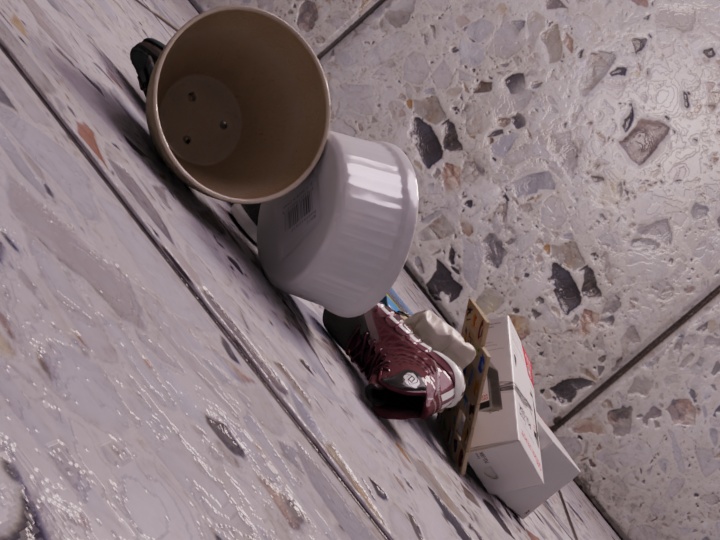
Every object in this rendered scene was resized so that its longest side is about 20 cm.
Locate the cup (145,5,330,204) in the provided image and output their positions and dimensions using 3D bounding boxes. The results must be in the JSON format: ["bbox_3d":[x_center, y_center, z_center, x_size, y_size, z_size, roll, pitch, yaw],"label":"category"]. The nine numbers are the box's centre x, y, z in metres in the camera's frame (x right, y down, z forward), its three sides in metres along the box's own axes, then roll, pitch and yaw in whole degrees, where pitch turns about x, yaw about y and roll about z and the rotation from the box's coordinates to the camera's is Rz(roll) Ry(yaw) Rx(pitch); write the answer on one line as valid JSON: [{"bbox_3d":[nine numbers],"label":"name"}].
[{"bbox_3d":[-0.150,-0.170,1.230,0.201,0.201,0.143,48,-21,-20],"label":"cup"}]

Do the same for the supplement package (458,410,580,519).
[{"bbox_3d":[0.221,0.252,1.744,0.121,0.119,0.201,46,7,-46],"label":"supplement package"}]

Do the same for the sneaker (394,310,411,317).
[{"bbox_3d":[0.037,0.077,1.571,0.200,0.082,0.078,46,7,-33],"label":"sneaker"}]

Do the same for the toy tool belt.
[{"bbox_3d":[0.068,0.126,1.460,0.124,0.123,0.200,39,-8,7],"label":"toy tool belt"}]

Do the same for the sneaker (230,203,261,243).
[{"bbox_3d":[-0.069,-0.059,1.425,0.073,0.111,0.200,53,6,30],"label":"sneaker"}]

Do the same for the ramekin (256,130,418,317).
[{"bbox_3d":[-0.033,-0.058,1.267,0.097,0.202,0.201,16,25,-33],"label":"ramekin"}]

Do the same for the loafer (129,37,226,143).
[{"bbox_3d":[-0.222,-0.196,1.353,0.201,0.062,0.072,50,-32,18],"label":"loafer"}]

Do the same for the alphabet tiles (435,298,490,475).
[{"bbox_3d":[0.140,0.148,1.547,0.007,0.203,0.167,8,15,-10],"label":"alphabet tiles"}]

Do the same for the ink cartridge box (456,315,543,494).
[{"bbox_3d":[0.197,0.191,1.614,0.147,0.082,0.203,57,26,-49],"label":"ink cartridge box"}]

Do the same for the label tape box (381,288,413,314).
[{"bbox_3d":[0.053,0.092,1.720,0.144,0.066,0.200,50,7,-14],"label":"label tape box"}]

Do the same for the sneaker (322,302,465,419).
[{"bbox_3d":[0.017,0.102,1.304,0.198,0.077,0.115,31,30,21],"label":"sneaker"}]
